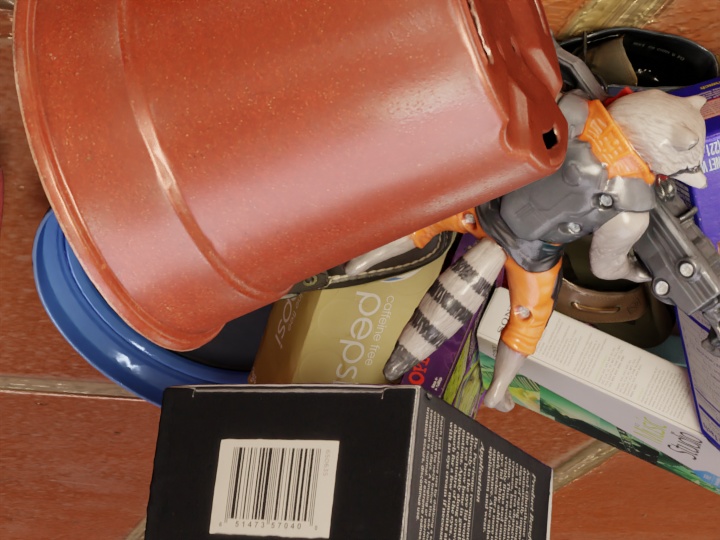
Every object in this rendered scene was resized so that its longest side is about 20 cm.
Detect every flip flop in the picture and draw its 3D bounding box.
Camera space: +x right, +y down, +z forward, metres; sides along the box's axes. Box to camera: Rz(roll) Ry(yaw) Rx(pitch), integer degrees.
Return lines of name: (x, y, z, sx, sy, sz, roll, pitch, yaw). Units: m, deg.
flip flop: (0.129, 0.006, 1.236, 0.081, 0.058, 0.200, 25, 165, 29)

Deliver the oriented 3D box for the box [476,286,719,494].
box: (0.165, 0.081, 1.258, 0.200, 0.036, 0.144, 25, 168, 12)

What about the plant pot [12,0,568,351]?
plant pot: (-0.022, -0.086, 0.975, 0.195, 0.201, 0.201, -18, 156, 20)

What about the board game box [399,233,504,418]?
board game box: (0.052, 0.068, 1.273, 0.032, 0.120, 0.200, 22, 152, 12)

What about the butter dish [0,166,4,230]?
butter dish: (-0.315, 0.013, 1.270, 0.199, 0.148, 0.200, 3, 160, -11)

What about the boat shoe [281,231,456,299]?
boat shoe: (-0.049, -0.012, 1.123, 0.200, 0.073, 0.065, -5, -159, 6)

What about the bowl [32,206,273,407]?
bowl: (-0.102, 0.012, 1.307, 0.201, 0.039, 0.201, 14, 136, 14)

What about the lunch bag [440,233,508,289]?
lunch bag: (0.002, -0.003, 1.357, 0.200, 0.082, 0.176, -21, 149, 39)

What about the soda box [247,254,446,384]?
soda box: (0.000, 0.000, 1.205, 0.068, 0.064, 0.200, 9, 115, -23)

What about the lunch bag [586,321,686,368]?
lunch bag: (0.208, 0.039, 1.415, 0.200, 0.077, 0.160, 4, -179, -17)

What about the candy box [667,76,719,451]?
candy box: (0.249, -0.010, 1.114, 0.169, 0.200, 0.077, -18, -156, -6)

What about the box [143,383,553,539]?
box: (-0.001, 0.133, 1.133, 0.148, 0.104, 0.200, -1, 163, 24)

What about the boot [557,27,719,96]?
boot: (0.094, -0.102, 1.123, 0.200, 0.075, 0.097, 12, 137, -31)

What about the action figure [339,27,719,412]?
action figure: (0.104, -0.007, 1.038, 0.193, 0.200, 0.105, -47, 170, 28)
